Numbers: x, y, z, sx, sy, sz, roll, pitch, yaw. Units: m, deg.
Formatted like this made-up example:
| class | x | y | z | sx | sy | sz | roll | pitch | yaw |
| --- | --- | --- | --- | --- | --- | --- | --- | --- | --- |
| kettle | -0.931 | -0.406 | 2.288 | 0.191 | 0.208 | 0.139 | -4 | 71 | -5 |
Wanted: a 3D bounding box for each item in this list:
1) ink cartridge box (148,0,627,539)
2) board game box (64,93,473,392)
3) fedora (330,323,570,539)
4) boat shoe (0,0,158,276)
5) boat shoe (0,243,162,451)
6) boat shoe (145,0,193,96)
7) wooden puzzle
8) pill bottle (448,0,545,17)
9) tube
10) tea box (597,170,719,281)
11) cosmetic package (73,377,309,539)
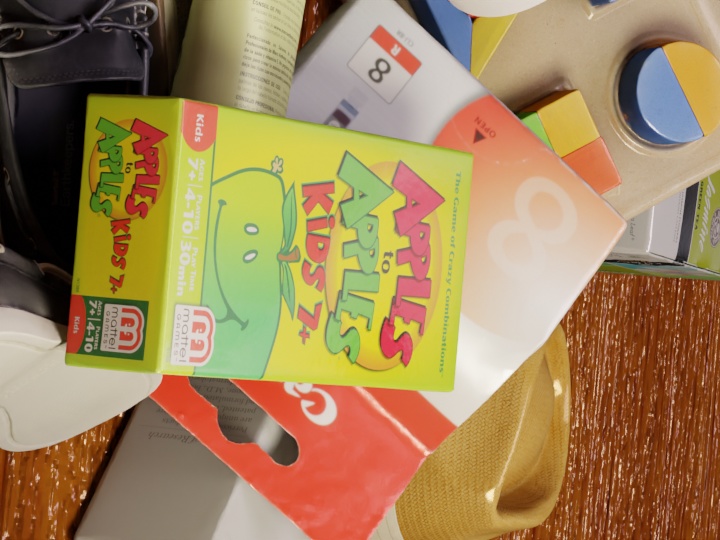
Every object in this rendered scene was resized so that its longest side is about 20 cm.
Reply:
| class | x | y | z | sx | sy | sz | roll | pitch | yaw |
| --- | --- | --- | --- | --- | --- | --- | --- | --- | --- |
| ink cartridge box | 0.000 | 0.000 | 1.222 | 0.162 | 0.050 | 0.200 | 42 | 63 | -11 |
| board game box | -0.031 | -0.007 | 1.117 | 0.200 | 0.047 | 0.102 | 7 | 87 | -55 |
| fedora | 0.049 | 0.070 | 1.318 | 0.200 | 0.081 | 0.202 | 7 | 90 | -68 |
| boat shoe | -0.114 | -0.090 | 1.110 | 0.062 | 0.074 | 0.201 | -145 | -127 | -68 |
| boat shoe | -0.137 | 0.026 | 1.100 | 0.060 | 0.074 | 0.200 | 60 | 12 | 16 |
| boat shoe | -0.095 | -0.160 | 1.168 | 0.065 | 0.073 | 0.201 | -42 | 140 | -63 |
| wooden puzzle | 0.109 | -0.112 | 1.446 | 0.200 | 0.046 | 0.186 | -29 | 99 | -19 |
| pill bottle | 0.023 | -0.199 | 1.162 | 0.200 | 0.112 | 0.112 | 51 | 47 | -42 |
| tube | -0.050 | -0.089 | 1.166 | 0.058 | 0.052 | 0.201 | 168 | -66 | -73 |
| tea box | 0.143 | -0.102 | 1.602 | 0.197 | 0.133 | 0.201 | 14 | 81 | -64 |
| cosmetic package | -0.049 | 0.076 | 1.284 | 0.102 | 0.074 | 0.201 | 67 | 35 | -45 |
